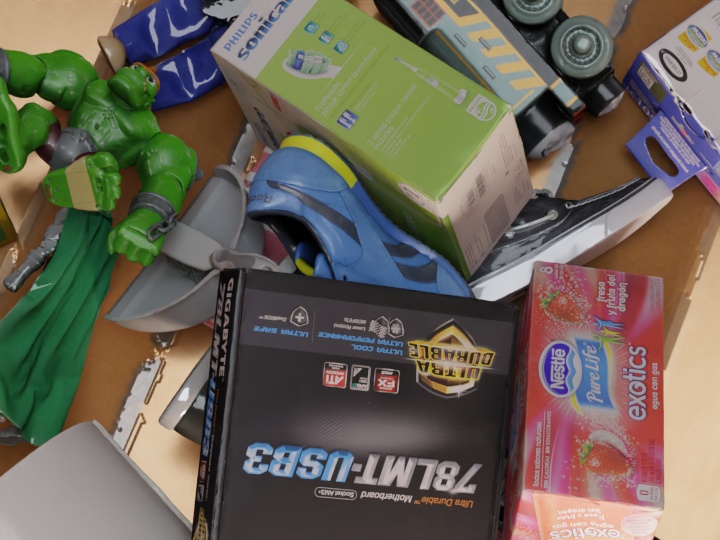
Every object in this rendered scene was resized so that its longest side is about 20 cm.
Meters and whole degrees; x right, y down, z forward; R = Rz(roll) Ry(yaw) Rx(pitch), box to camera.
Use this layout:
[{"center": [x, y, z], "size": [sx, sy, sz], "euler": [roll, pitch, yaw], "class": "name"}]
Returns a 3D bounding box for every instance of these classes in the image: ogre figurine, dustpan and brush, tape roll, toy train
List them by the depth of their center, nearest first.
[{"center": [-0.204, 0.216, 1.272], "size": [0.203, 0.203, 0.139], "euler": [-43, 84, -11], "class": "tape roll"}, {"center": [-0.100, -0.008, 1.335], "size": [0.140, 0.199, 0.057], "euler": [-54, 131, -12], "class": "dustpan and brush"}, {"center": [-0.193, -0.094, 1.361], "size": [0.199, 0.120, 0.099], "euler": [23, 120, 19], "class": "ogre figurine"}, {"center": [0.102, -0.176, 1.441], "size": [0.114, 0.085, 0.200], "euler": [-42, 85, 1], "class": "toy train"}]

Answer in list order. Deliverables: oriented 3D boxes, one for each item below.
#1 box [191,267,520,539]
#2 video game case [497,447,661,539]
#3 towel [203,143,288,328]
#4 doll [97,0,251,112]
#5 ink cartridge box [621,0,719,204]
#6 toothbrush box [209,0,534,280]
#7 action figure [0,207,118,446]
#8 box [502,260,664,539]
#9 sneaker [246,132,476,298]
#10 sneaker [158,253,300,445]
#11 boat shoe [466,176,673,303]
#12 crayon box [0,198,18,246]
[{"center": [-0.003, 0.109, 1.240], "size": [0.198, 0.050, 0.200], "euler": [9, 84, -23], "class": "box"}, {"center": [0.100, 0.214, 1.314], "size": [0.199, 0.026, 0.181], "euler": [30, 54, 19], "class": "video game case"}, {"center": [-0.027, -0.026, 1.411], "size": [0.146, 0.030, 0.201], "euler": [27, 77, 19], "class": "towel"}, {"center": [-0.088, -0.179, 1.441], "size": [0.199, 0.048, 0.137], "euler": [-28, 92, -7], "class": "doll"}, {"center": [0.290, -0.137, 1.443], "size": [0.199, 0.076, 0.137], "euler": [-36, 82, -12], "class": "ink cartridge box"}, {"center": [0.011, -0.100, 1.338], "size": [0.199, 0.146, 0.086], "euler": [36, 79, 21], "class": "toothbrush box"}, {"center": [-0.215, 0.023, 1.372], "size": [0.054, 0.118, 0.201], "euler": [4, 58, 27], "class": "action figure"}, {"center": [0.152, 0.104, 1.329], "size": [0.094, 0.103, 0.201], "euler": [8, 49, 0], "class": "box"}, {"center": [0.000, 0.000, 1.312], "size": [0.200, 0.066, 0.079], "euler": [44, 55, -22], "class": "sneaker"}, {"center": [-0.045, 0.057, 1.336], "size": [0.099, 0.071, 0.200], "euler": [38, 62, -3], "class": "sneaker"}, {"center": [0.129, -0.028, 1.416], "size": [0.199, 0.072, 0.068], "euler": [-29, 80, -1], "class": "boat shoe"}, {"center": [-0.306, -0.043, 1.320], "size": [0.118, 0.200, 0.059], "euler": [-25, 81, -9], "class": "crayon box"}]
